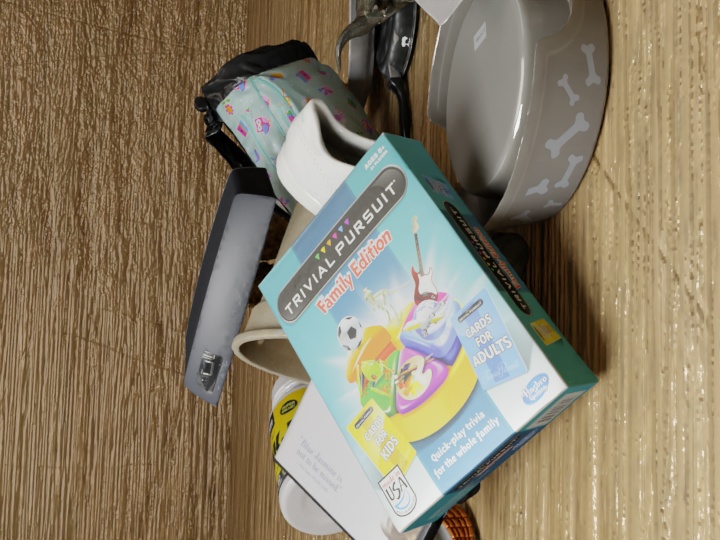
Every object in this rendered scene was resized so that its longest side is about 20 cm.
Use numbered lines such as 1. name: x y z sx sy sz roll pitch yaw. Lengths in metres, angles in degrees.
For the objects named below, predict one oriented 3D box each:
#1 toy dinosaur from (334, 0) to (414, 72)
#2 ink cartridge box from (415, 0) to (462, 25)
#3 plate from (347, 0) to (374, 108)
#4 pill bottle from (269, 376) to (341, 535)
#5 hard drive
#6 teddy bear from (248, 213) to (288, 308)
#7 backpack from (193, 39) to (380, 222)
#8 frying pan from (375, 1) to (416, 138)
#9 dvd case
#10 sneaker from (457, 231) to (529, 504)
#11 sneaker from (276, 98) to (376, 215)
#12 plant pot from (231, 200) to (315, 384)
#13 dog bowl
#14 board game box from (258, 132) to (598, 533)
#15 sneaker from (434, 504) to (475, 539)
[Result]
1. toy dinosaur: 0.029 -0.296 0.882 0.102 0.076 0.203 -118 43 -74
2. ink cartridge box: 0.074 -0.271 0.544 0.201 0.067 0.116 -54 25 18
3. plate: 0.001 -0.304 1.028 0.200 0.032 0.203 94 178 -78
4. pill bottle: -0.055 0.213 1.059 0.201 0.112 0.116 -111 27 -59
5. hard drive: -0.127 0.008 0.807 0.135 0.042 0.203 -118 44 -68
6. teddy bear: -0.041 -0.004 0.912 0.066 0.199 0.147 21 87 44
7. backpack: -0.065 -0.150 0.952 0.126 0.166 0.202 -36 86 47
8. frying pan: 0.036 -0.229 0.956 0.115 0.030 0.194 -160 76 -77
9. dvd case: 0.024 0.093 0.601 0.142 0.017 0.202 35 107 34
10. sneaker: 0.088 0.076 0.608 0.090 0.066 0.203 30 102 32
11. sneaker: 0.021 -0.050 0.652 0.075 0.199 0.089 -48 -6 -35
12. plant pot: 0.000 0.000 0.767 0.200 0.197 0.187 133 149 -69
13. dog bowl: 0.102 -0.124 0.588 0.200 0.058 0.204 -177 90 -76
14. board game box: 0.032 0.038 0.555 0.151 0.047 0.201 -48 61 27
15. sneaker: 0.068 0.281 0.655 0.201 0.074 0.093 -93 5 -53
